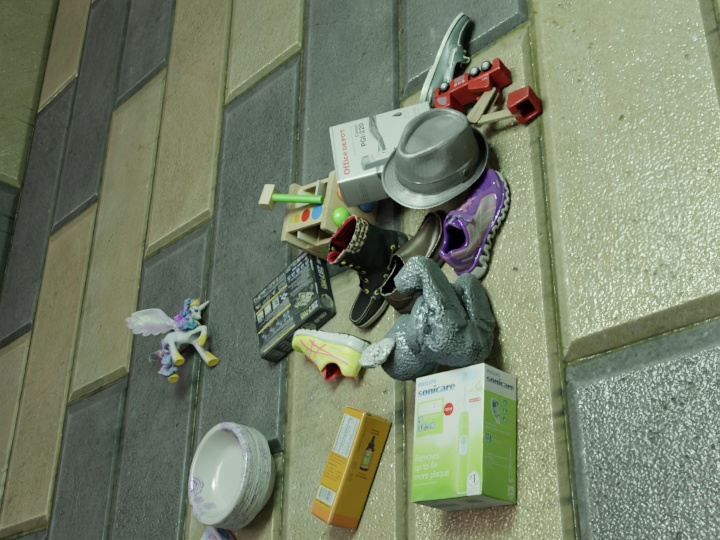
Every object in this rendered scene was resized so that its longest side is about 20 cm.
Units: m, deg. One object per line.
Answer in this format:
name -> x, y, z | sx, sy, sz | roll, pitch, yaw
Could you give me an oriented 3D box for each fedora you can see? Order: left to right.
fedora -> 0.123, -0.209, 1.627 | 0.199, 0.091, 0.177 | -34, 50, -11

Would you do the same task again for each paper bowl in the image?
paper bowl -> -0.245, 0.407, 1.860 | 0.200, 0.104, 0.202 | -25, 54, 40

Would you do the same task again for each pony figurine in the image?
pony figurine -> -0.428, 0.161, 2.195 | 0.192, 0.167, 0.201 | -23, 43, 1

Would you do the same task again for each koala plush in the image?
koala plush -> 0.102, 0.113, 1.540 | 0.200, 0.177, 0.185 | -40, 49, 30

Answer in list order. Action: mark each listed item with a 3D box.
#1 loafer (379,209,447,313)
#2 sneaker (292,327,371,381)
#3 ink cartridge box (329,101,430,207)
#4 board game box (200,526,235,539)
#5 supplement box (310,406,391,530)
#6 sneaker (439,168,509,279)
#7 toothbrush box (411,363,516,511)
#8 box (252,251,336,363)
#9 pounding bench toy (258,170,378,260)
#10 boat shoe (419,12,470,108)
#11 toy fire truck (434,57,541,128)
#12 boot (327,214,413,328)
loafer -> 0.099, -0.020, 1.692 | 0.073, 0.071, 0.201 | 28, 94, 52
sneaker -> -0.068, 0.162, 1.797 | 0.199, 0.078, 0.091 | 2, 75, 50
ink cartridge box -> 0.050, -0.217, 1.767 | 0.199, 0.085, 0.146 | -15, 55, 9
board game box -> -0.284, 0.632, 1.844 | 0.199, 0.041, 0.201 | 34, 99, 52
supplement box -> -0.017, 0.344, 1.652 | 0.069, 0.066, 0.201 | 14, 82, 55
sneaker -> 0.187, -0.087, 1.607 | 0.080, 0.088, 0.201 | 3, 72, 53
toothbrush box -> 0.161, 0.261, 1.465 | 0.145, 0.086, 0.201 | -19, 57, 44
box -> -0.142, 0.071, 1.955 | 0.200, 0.049, 0.162 | -41, 43, 30
pounding bench toy -> -0.081, -0.121, 1.855 | 0.155, 0.199, 0.125 | -13, 62, 47
boat shoe -> 0.177, -0.400, 1.820 | 0.061, 0.073, 0.201 | 22, 80, 10
toy fire truck -> 0.222, -0.303, 1.690 | 0.199, 0.049, 0.142 | -22, 48, 31
boot -> 0.000, 0.000, 1.736 | 0.201, 0.150, 0.073 | -57, 39, 12
